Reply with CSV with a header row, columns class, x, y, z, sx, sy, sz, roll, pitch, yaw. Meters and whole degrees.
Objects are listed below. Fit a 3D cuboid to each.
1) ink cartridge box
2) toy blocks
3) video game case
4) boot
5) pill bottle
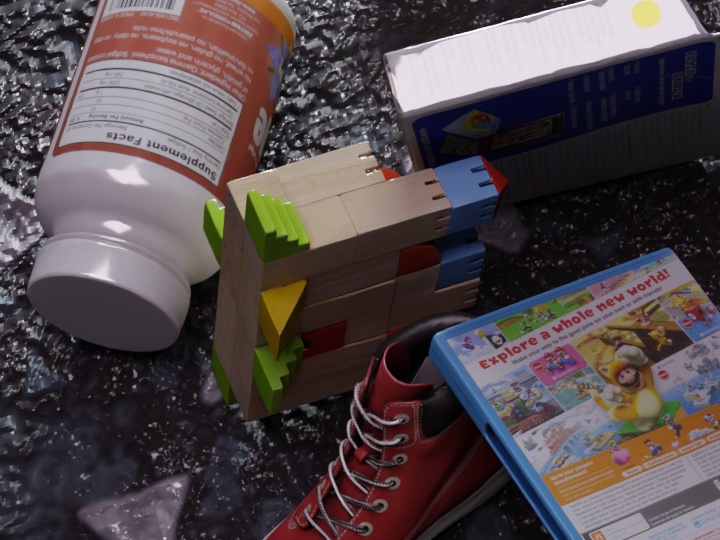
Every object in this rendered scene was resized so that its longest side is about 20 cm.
class,x,y,z,sx,sy,sz,roll,pitch,yaw
ink cartridge box,0.119,-0.088,1.370,0.198,0.198,0.047,-16,74,2
toy blocks,0.000,0.000,1.363,0.136,0.201,0.100,-17,60,-16
video game case,0.141,0.086,1.251,0.142,0.018,0.201,-19,58,-25
boot,-0.008,0.108,1.317,0.200,0.145,0.072,-43,63,-13
pill bottle,-0.110,-0.064,1.448,0.111,0.112,0.201,9,64,15
